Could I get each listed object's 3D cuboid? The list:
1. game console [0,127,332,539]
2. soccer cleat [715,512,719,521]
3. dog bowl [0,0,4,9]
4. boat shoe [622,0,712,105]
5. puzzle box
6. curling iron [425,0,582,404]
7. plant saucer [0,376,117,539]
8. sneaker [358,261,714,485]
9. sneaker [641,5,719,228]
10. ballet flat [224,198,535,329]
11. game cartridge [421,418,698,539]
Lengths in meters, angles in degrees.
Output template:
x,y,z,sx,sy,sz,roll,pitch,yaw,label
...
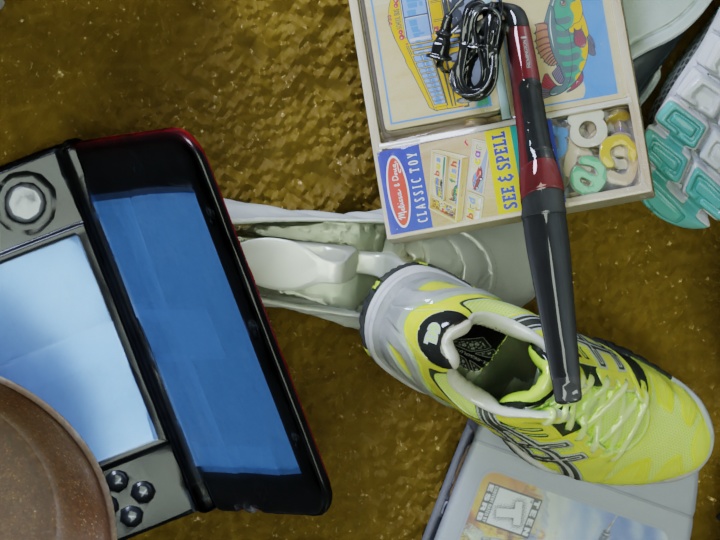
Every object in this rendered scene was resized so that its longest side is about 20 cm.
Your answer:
x,y,z,sx,sy,sz,roll,pitch,yaw,label
-0.129,0.045,1.391,0.172,0.119,0.201,-21,101,-3,game console
0.206,0.186,1.456,0.085,0.069,0.201,30,64,-23,soccer cleat
-0.236,-0.195,1.314,0.199,0.059,0.201,9,110,25,dog bowl
0.117,-0.114,1.426,0.200,0.060,0.076,-45,75,4,boat shoe
0.061,-0.122,1.390,0.132,0.025,0.201,-11,83,8,puzzle box
0.076,-0.035,1.354,0.049,0.026,0.201,-17,84,16,curling iron
-0.215,0.128,1.353,0.199,0.037,0.202,-4,113,-10,plant saucer
0.092,0.063,1.399,0.199,0.076,0.076,22,96,-25,sneaker
0.198,-0.118,1.415,0.077,0.091,0.200,36,103,-8,sneaker
0.000,0.000,1.426,0.199,0.069,0.070,5,99,-8,ballet flat
0.095,0.159,1.482,0.133,0.042,0.201,20,97,-6,game cartridge
